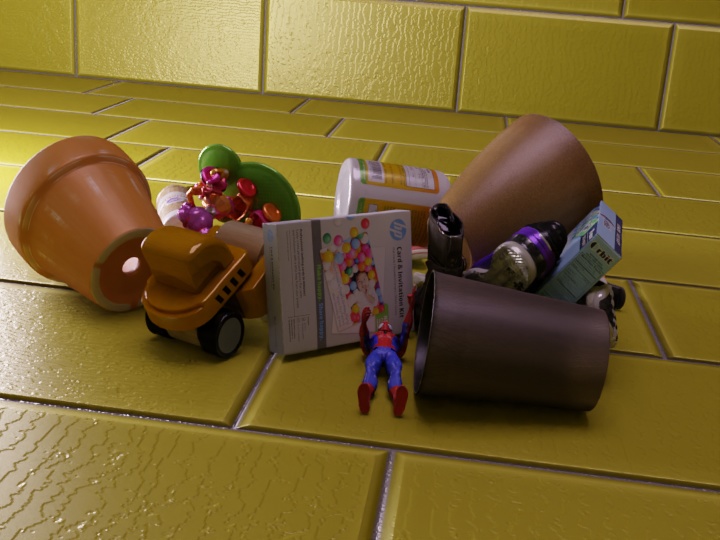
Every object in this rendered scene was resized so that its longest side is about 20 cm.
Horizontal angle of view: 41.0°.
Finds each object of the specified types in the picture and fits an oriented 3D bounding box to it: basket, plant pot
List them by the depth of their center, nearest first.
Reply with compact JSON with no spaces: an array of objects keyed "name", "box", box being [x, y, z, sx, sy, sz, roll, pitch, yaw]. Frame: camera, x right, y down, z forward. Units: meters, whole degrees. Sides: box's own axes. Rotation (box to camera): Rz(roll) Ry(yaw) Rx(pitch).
[{"name":"basket","box":[0.165,0.084,1.071,0.196,0.139,0.180,9,2,-1]},{"name":"plant pot","box":[-0.344,-0.047,1.284,0.198,0.203,0.183,-12,40,-41]},{"name":"plant pot","box":[0.192,-0.081,1.294,0.198,0.189,0.185,-32,34,-25]}]

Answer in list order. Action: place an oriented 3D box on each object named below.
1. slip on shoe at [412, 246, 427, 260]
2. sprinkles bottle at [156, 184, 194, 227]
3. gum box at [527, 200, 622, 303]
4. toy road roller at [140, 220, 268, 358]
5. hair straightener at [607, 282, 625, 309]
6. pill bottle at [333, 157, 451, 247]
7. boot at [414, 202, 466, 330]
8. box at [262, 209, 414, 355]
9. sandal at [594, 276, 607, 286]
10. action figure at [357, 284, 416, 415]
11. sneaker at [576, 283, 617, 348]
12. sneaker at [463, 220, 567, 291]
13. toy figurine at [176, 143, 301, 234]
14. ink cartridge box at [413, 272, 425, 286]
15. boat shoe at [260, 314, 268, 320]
[{"name":"slip on shoe","box":[0.042,-0.060,1.592,0.073,0.062,0.199,-6,22,-34]},{"name":"sprinkles bottle","box":[-0.298,-0.086,1.577,0.067,0.070,0.200,0,18,-14]},{"name":"gum box","box":[0.242,0.015,1.205,0.044,0.200,0.170,43,23,0]},{"name":"toy road roller","box":[-0.179,-0.006,1.162,0.121,0.148,0.201,15,50,29]},{"name":"hair straightener","box":[0.320,0.019,1.469,0.076,0.042,0.198,-11,19,-40]},{"name":"pill bottle","box":[0.067,-0.094,1.393,0.196,0.113,0.111,7,17,-13]},{"name":"boot","box":[0.102,0.000,1.229,0.068,0.178,0.200,-2,18,-9]},{"name":"box","box":[-0.023,0.011,1.196,0.197,0.160,0.041,-7,9,-35]},{"name":"sandal","box":[0.305,-0.017,1.383,0.079,0.059,0.208,22,32,-44]},{"name":"action figure","box":[0.030,0.080,1.111,0.064,0.101,0.200,5,15,0]},{"name":"sneaker","box":[0.275,0.063,1.197,0.079,0.077,0.200,-3,-12,7]},{"name":"sneaker","box":[0.196,-0.009,1.163,0.099,0.070,0.200,-37,-4,-17]},{"name":"toy figurine","box":[-0.210,-0.079,1.447,0.200,0.150,0.184,46,35,-4]},{"name":"ink cartridge box","box":[0.168,0.006,1.406,0.196,0.069,0.117,8,18,11]},{"name":"boat shoe","box":[-0.060,-0.007,1.276,0.197,0.063,0.075,-25,37,-6]}]
